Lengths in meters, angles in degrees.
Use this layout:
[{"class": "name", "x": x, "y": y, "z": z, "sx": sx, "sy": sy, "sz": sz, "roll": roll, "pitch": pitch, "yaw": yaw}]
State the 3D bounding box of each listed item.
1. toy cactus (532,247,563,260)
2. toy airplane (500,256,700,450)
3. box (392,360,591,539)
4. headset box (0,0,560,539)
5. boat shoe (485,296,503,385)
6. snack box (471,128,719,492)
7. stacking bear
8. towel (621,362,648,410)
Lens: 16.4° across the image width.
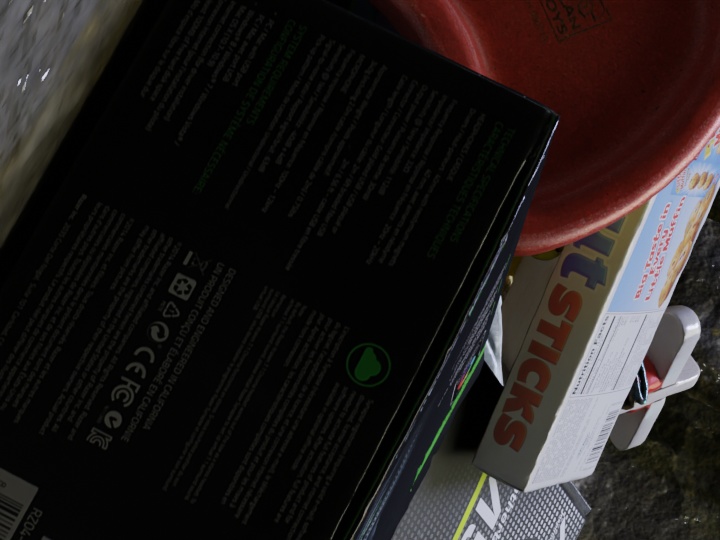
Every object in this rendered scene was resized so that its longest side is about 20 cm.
[{"class": "toy cactus", "x": 0.026, "y": 0.007, "z": 1.106, "sx": 0.165, "sy": 0.102, "sz": 0.201, "roll": -89, "pitch": -169, "yaw": -54}, {"class": "toy airplane", "x": 0.090, "y": -0.001, "z": 1.276, "sx": 0.199, "sy": 0.141, "sz": 0.201, "roll": -167, "pitch": -100, "yaw": -71}, {"class": "box", "x": -0.003, "y": 0.128, "z": 0.850, "sx": 0.200, "sy": 0.047, "sz": 0.193, "roll": -62, "pitch": 148, "yaw": -16}, {"class": "headset box", "x": -0.039, "y": 0.049, "z": 0.612, "sx": 0.175, "sy": 0.093, "sz": 0.200, "roll": -62, "pitch": 174, "yaw": -18}, {"class": "boat shoe", "x": 0.023, "y": 0.048, "z": 0.997, "sx": 0.062, "sy": 0.072, "sz": 0.201, "roll": 28, "pitch": -43, "yaw": 64}, {"class": "snack box", "x": 0.096, "y": -0.022, "z": 0.833, "sx": 0.072, "sy": 0.024, "sz": 0.201, "roll": 0, "pitch": 114, "yaw": -65}, {"class": "stacking bear", "x": 0.037, "y": -0.053, "z": 0.769, "sx": 0.113, "sy": 0.122, "sz": 0.200, "roll": -22, "pitch": 173, "yaw": -16}, {"class": "towel", "x": 0.092, "y": -0.047, "z": 1.065, "sx": 0.147, "sy": 0.022, "sz": 0.201, "roll": -60, "pitch": 137, "yaw": -84}]
